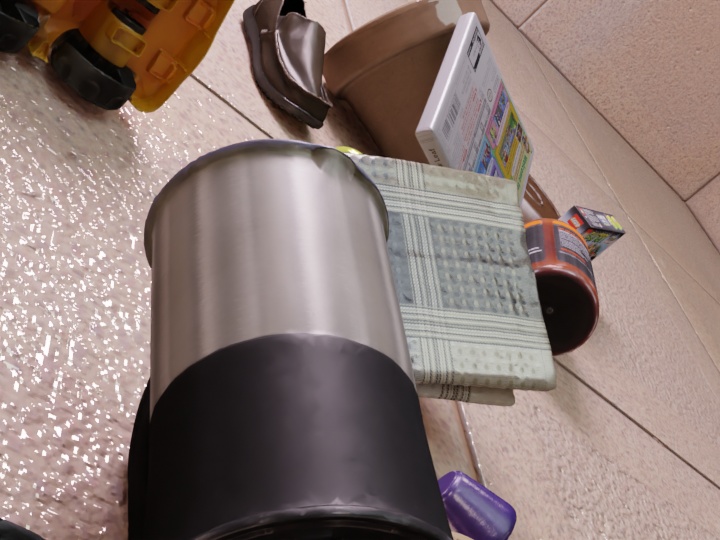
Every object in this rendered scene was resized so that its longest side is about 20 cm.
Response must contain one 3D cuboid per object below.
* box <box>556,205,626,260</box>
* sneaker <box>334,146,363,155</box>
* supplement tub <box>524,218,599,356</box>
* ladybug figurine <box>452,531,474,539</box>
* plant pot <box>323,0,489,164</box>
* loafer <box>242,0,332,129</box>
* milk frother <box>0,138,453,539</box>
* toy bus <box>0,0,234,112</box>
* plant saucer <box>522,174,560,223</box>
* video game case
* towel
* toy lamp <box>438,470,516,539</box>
[{"bbox_3d":[0.279,-0.033,1.300,0.035,0.110,0.199,55,23,17],"label":"box"},{"bbox_3d":[0.000,0.000,0.781,0.083,0.074,0.202,-20,76,-32],"label":"sneaker"},{"bbox_3d":[0.211,0.007,1.106,0.107,0.107,0.201,44,23,-10],"label":"supplement tub"},{"bbox_3d":[0.078,0.232,0.519,0.201,0.072,0.135,53,21,9],"label":"ladybug figurine"},{"bbox_3d":[0.073,-0.189,1.094,0.177,0.198,0.200,68,22,-1],"label":"plant pot"},{"bbox_3d":[-0.069,-0.225,0.991,0.073,0.071,0.202,26,31,-44],"label":"loafer"},{"bbox_3d":[-0.079,0.046,0.378,0.200,0.179,0.190,40,26,-38],"label":"milk frother"},{"bbox_3d":[-0.210,-0.225,0.670,0.199,0.136,0.192,28,13,-46],"label":"toy bus"},{"bbox_3d":[0.248,-0.111,1.478,0.200,0.032,0.201,41,24,-22],"label":"plant saucer"},{"bbox_3d":[0.121,-0.127,0.980,0.183,0.022,0.202,58,36,-33],"label":"video game case"},{"bbox_3d":[0.050,0.005,0.746,0.197,0.035,0.196,6,60,-23],"label":"towel"},{"bbox_3d":[0.117,0.216,0.645,0.200,0.058,0.058,47,21,-6],"label":"toy lamp"}]
